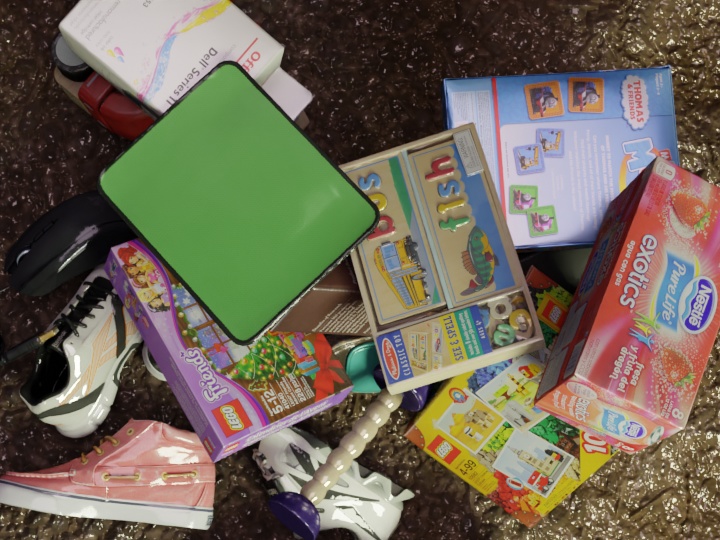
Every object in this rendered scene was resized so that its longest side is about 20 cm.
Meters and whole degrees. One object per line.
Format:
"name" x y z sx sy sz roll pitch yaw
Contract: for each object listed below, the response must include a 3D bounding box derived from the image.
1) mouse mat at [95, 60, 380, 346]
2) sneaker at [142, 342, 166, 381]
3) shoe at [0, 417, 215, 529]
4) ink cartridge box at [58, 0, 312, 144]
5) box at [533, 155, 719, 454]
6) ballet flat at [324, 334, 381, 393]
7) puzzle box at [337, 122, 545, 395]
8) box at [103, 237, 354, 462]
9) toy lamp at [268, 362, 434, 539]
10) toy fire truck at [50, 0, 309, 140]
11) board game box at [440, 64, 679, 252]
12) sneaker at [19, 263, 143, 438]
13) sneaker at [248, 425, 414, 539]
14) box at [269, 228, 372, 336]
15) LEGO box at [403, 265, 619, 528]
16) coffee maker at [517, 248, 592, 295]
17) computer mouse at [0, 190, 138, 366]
"mouse mat" -0.102 -0.058 1.090 0.161 0.008 0.200 -42 75 -5
"sneaker" -0.110 0.039 1.216 0.199 0.091 0.067 -29 86 -7
"shoe" -0.227 0.177 1.202 0.198 0.071 0.092 8 80 -8
"ink cartridge box" -0.146 -0.182 1.156 0.200 0.067 0.117 39 81 -1
"box" 0.223 0.029 1.045 0.094 0.103 0.201 26 67 -3
"ballet flat" -0.027 0.077 1.224 0.198 0.067 0.069 -5 127 -26
"puzzle box" 0.059 -0.012 1.087 0.132 0.025 0.201 -18 69 5
"box" -0.113 0.048 1.142 0.136 0.039 0.201 -23 71 -32
"toy lamp" 0.002 0.143 1.166 0.058 0.058 0.200 38 66 2
"toy fire truck" -0.157 -0.182 1.240 0.199 0.129 0.176 37 81 12
"board game box" 0.174 -0.094 1.148 0.198 0.037 0.153 -4 83 -1
"sneaker" -0.239 0.050 1.202 0.073 0.080 0.201 14 78 31
"sneaker" -0.056 0.192 1.207 0.199 0.074 0.089 30 80 0
"box" 0.000 0.000 1.173 0.199 0.075 0.101 8 50 -42
"LEGO box" 0.151 0.115 1.168 0.148 0.200 0.077 35 46 1
"coffee maker" 0.200 -0.024 1.226 0.199 0.135 0.193 -29 86 -7
"computer mouse" -0.277 -0.001 1.185 0.199 0.046 0.141 -26 47 1
